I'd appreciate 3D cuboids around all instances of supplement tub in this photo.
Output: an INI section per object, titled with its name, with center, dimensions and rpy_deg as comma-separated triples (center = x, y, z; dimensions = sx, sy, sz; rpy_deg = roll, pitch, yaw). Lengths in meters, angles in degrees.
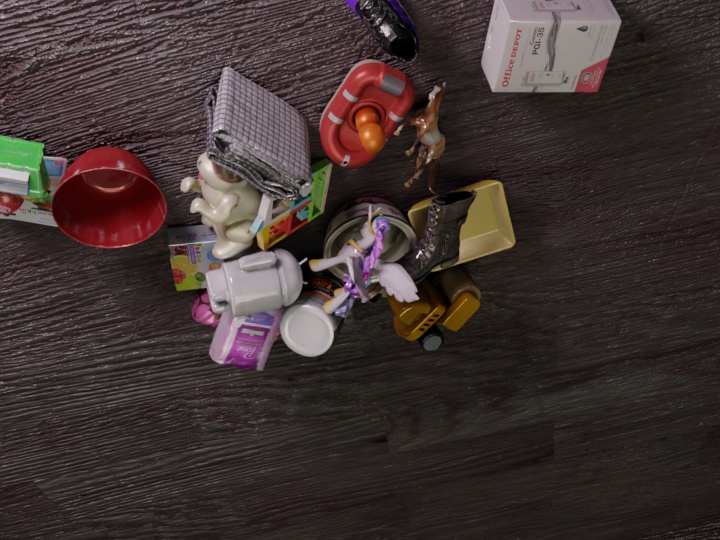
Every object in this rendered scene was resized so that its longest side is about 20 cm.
[supplement tub]
center = -0.087, 0.080, 1.733
dimensions = 0.120, 0.201, 0.125
rpy_deg = 5, 115, 10

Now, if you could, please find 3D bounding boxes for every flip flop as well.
[flip flop]
center = 0.034, 0.043, 1.852
dimensions = 0.196, 0.058, 0.082
rpy_deg = 10, 135, -21

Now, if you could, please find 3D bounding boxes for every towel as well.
[towel]
center = -0.180, -0.227, 1.433
dimensions = 0.198, 0.168, 0.085
rpy_deg = 26, 134, -34

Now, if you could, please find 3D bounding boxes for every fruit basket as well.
[fruit basket]
center = -0.626, -0.146, 1.487
dimensions = 0.182, 0.095, 0.201
rpy_deg = 9, 138, -20

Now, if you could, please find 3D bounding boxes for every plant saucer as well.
[plant saucer]
center = 0.210, -0.102, 1.735
dimensions = 0.196, 0.049, 0.201
rpy_deg = -17, 139, 8

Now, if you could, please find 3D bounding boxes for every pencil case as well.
[pencil case]
center = -0.270, 0.096, 1.832
dimensions = 0.198, 0.093, 0.092
rpy_deg = 26, 85, -33

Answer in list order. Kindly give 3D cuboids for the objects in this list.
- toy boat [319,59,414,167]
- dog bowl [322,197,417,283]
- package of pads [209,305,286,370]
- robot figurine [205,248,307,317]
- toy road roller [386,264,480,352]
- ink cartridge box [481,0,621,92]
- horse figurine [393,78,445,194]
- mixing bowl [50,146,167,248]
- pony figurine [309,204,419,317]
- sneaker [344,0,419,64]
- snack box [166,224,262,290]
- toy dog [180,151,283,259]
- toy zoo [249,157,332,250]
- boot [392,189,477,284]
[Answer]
[toy boat]
center = 0.012, -0.256, 1.461
dimensions = 0.129, 0.132, 0.201
rpy_deg = 17, 132, -27
[dog bowl]
center = 0.016, -0.066, 1.717
dimensions = 0.196, 0.075, 0.202
rpy_deg = -6, 138, -6
[package of pads]
center = -0.231, 0.106, 1.745
dimensions = 0.119, 0.076, 0.203
rpy_deg = 13, 115, -26
[robot figurine]
center = -0.196, 0.023, 1.607
dimensions = 0.196, 0.114, 0.171
rpy_deg = -13, 152, -14
[toy road roller]
center = 0.150, 0.068, 1.827
dimensions = 0.145, 0.124, 0.200
rpy_deg = 31, 112, -37
[ink cartridge box]
center = 0.319, -0.383, 1.419
dimensions = 0.196, 0.084, 0.148
rpy_deg = -3, 138, -9
[horse figurine]
center = 0.120, -0.237, 1.537
dimensions = 0.049, 0.133, 0.201
rpy_deg = 21, 150, 30
[mixing bowl]
center = -0.451, -0.146, 1.502
dimensions = 0.196, 0.110, 0.202
rpy_deg = -9, 141, -7
[pony figurine]
center = 0.000, 0.000, 1.597
dimensions = 0.165, 0.196, 0.200
rpy_deg = 9, 141, -43
[sneaker]
center = 0.036, -0.404, 1.325
dimensions = 0.069, 0.101, 0.199
rpy_deg = -33, 134, 22
[snack box]
center = -0.288, -0.031, 1.708
dimensions = 0.196, 0.054, 0.144
rpy_deg = -6, 141, -8
[toy dog]
center = -0.232, -0.148, 1.531
dimensions = 0.190, 0.141, 0.202
rpy_deg = -13, 137, -3
[toy zoo]
center = -0.134, -0.119, 1.574
dimensions = 0.199, 0.020, 0.132
rpy_deg = -36, 153, -36
[boot]
center = 0.135, -0.072, 1.644
dimensions = 0.198, 0.069, 0.176
rpy_deg = -24, 141, -27
